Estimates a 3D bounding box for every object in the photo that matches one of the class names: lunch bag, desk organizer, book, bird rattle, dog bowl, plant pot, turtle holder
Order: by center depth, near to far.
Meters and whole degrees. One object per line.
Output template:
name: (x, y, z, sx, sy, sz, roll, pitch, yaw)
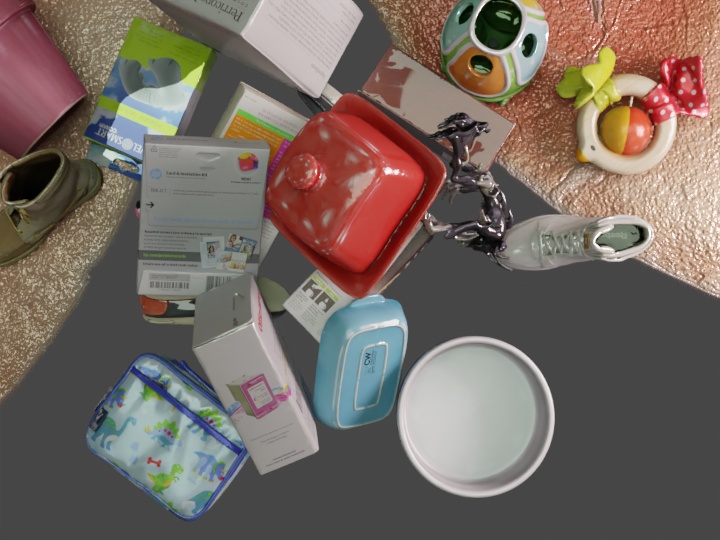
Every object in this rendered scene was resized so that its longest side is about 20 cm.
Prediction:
book: (-0.141, -0.119, 1.438, 0.133, 0.048, 0.201, 26, 103, -21)
dog bowl: (0.144, 0.185, 1.442, 0.198, 0.079, 0.202, 0, 88, 0)
turtle holder: (0.186, -0.310, 1.443, 0.185, 0.132, 0.141, -39, 84, -1)
bird rattle: (0.354, -0.206, 1.465, 0.198, 0.113, 0.165, 8, 99, -9)
plant pot: (-0.464, -0.250, 1.467, 0.200, 0.200, 0.179, -45, 102, 1)
lunch bag: (-0.246, 0.212, 1.474, 0.199, 0.082, 0.161, 38, 87, 4)
desk organizer: (0.100, -0.206, 1.476, 0.199, 0.072, 0.077, 34, 87, 5)

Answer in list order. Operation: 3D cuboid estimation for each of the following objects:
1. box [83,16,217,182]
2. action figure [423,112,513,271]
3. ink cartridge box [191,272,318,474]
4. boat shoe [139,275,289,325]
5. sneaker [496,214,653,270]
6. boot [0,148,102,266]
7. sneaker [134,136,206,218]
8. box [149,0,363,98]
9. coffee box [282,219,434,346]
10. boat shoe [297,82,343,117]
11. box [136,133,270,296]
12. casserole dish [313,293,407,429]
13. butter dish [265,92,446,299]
box: (-0.287, -0.224, 1.515, 0.121, 0.048, 0.202, 22, 88, 5)
action figure: (0.132, -0.090, 1.397, 0.101, 0.119, 0.202, -9, 114, 16)
ink cartridge box: (-0.131, 0.125, 1.400, 0.084, 0.145, 0.201, -22, 115, 3)
boat shoe: (-0.193, 0.045, 1.488, 0.198, 0.071, 0.063, 4, 127, -4)
sneaker: (0.272, -0.041, 1.434, 0.198, 0.116, 0.074, -7, 88, 5)
boot: (-0.441, -0.083, 1.463, 0.199, 0.155, 0.072, -38, 86, 2)
sneaker: (-0.211, -0.128, 1.493, 0.198, 0.074, 0.088, -22, 84, -1)
box: (-0.138, -0.339, 1.407, 0.198, 0.200, 0.132, 29, 89, 28)
coffee box: (0.000, 0.000, 1.451, 0.080, 0.113, 0.200, 44, 91, 4)
boat shoe: (-0.030, -0.164, 1.479, 0.200, 0.075, 0.093, 43, 84, 4)
box: (-0.199, -0.066, 1.405, 0.154, 0.041, 0.202, 1, 115, -14)
casserole dish: (0.005, 0.125, 1.422, 0.120, 0.039, 0.202, -9, 122, -29)
butter dish: (-0.035, -0.102, 1.330, 0.199, 0.147, 0.201, 41, 103, 30)
